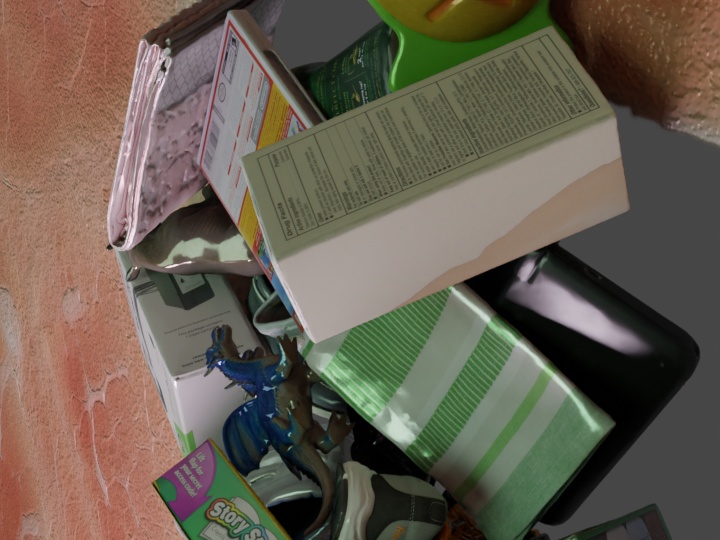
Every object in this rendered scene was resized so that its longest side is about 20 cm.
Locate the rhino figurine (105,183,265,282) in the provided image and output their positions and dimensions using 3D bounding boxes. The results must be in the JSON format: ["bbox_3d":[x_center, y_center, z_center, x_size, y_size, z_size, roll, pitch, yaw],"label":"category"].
[{"bbox_3d":[-0.138,-0.029,1.048,0.198,0.088,0.060,-4,126,27],"label":"rhino figurine"}]

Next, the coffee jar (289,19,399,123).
[{"bbox_3d":[0.004,-0.108,0.866,0.199,0.085,0.105,-10,90,59],"label":"coffee jar"}]

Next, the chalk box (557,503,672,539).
[{"bbox_3d":[0.131,0.219,0.718,0.199,0.124,0.125,-31,73,31],"label":"chalk box"}]

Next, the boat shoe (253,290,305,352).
[{"bbox_3d":[-0.001,-0.001,0.894,0.202,0.064,0.075,-40,41,41],"label":"boat shoe"}]

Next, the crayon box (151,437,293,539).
[{"bbox_3d":[-0.044,0.231,0.827,0.200,0.058,0.173,39,163,49],"label":"crayon box"}]

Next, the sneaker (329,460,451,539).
[{"bbox_3d":[0.021,0.184,0.844,0.200,0.078,0.075,88,-173,-70],"label":"sneaker"}]

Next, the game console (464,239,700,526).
[{"bbox_3d":[0.116,0.036,0.806,0.175,0.116,0.201,34,136,8],"label":"game console"}]

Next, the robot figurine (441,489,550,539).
[{"bbox_3d":[0.089,0.255,0.883,0.145,0.058,0.202,20,118,52],"label":"robot figurine"}]

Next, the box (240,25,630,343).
[{"bbox_3d":[0.041,-0.049,0.702,0.078,0.198,0.095,67,-178,-46],"label":"box"}]

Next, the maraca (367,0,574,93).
[{"bbox_3d":[0.060,-0.187,0.729,0.107,0.136,0.202,-61,-39,-70],"label":"maraca"}]

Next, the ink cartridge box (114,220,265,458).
[{"bbox_3d":[-0.148,0.067,1.109,0.200,0.083,0.146,-123,21,-44],"label":"ink cartridge box"}]

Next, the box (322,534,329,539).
[{"bbox_3d":[-0.080,0.284,1.023,0.122,0.199,0.107,-8,94,58],"label":"box"}]

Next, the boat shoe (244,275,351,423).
[{"bbox_3d":[-0.038,0.053,1.001,0.200,0.072,0.062,43,138,49],"label":"boat shoe"}]

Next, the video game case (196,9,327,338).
[{"bbox_3d":[-0.061,-0.071,0.885,0.201,0.017,0.144,56,142,35],"label":"video game case"}]

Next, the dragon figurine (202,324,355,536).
[{"bbox_3d":[-0.059,0.114,0.888,0.099,0.058,0.201,-45,49,36],"label":"dragon figurine"}]

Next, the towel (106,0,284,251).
[{"bbox_3d":[-0.125,-0.133,0.978,0.032,0.200,0.192,29,130,10],"label":"towel"}]

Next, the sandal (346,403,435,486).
[{"bbox_3d":[0.026,0.154,0.922,0.075,0.048,0.202,5,123,12],"label":"sandal"}]

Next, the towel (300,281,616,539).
[{"bbox_3d":[0.051,0.073,0.781,0.200,0.023,0.153,44,137,18],"label":"towel"}]

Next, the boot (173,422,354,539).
[{"bbox_3d":[-0.086,0.194,1.004,0.199,0.096,0.074,-30,105,26],"label":"boot"}]
